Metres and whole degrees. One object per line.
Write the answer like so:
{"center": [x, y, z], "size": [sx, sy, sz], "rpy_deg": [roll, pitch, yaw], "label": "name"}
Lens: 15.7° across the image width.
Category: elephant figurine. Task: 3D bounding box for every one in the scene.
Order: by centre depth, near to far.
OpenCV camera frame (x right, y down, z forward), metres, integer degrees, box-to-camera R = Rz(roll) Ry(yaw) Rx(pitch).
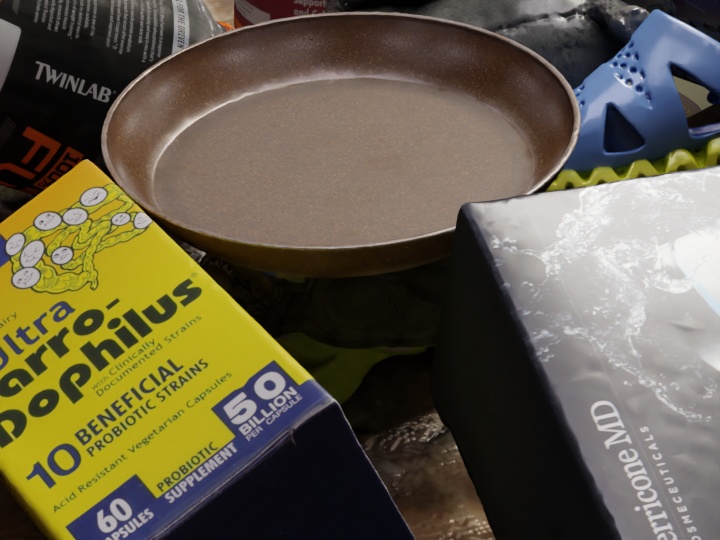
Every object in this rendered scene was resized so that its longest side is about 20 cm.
{"center": [0.024, -0.096, 1.285], "size": [0.199, 0.155, 0.142], "rpy_deg": [3, 32, -8], "label": "elephant figurine"}

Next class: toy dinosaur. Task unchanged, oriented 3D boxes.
{"center": [0.025, -0.001, 1.110], "size": [0.199, 0.047, 0.088], "rpy_deg": [7, 66, -11], "label": "toy dinosaur"}

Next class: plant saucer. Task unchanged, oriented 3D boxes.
{"center": [-0.007, -0.051, 1.094], "size": [0.200, 0.032, 0.200], "rpy_deg": [-3, 32, 2], "label": "plant saucer"}

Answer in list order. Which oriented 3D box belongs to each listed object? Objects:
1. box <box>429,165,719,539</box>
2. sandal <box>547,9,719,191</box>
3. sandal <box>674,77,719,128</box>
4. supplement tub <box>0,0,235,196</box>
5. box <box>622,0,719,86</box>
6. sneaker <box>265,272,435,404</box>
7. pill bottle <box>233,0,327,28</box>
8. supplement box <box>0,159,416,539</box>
{"center": [0.153, 0.066, 1.002], "size": [0.199, 0.118, 0.197], "rpy_deg": [-9, 48, -16], "label": "box"}
{"center": [0.139, -0.079, 1.196], "size": [0.199, 0.087, 0.079], "rpy_deg": [-8, 9, -5], "label": "sandal"}
{"center": [0.193, -0.071, 1.325], "size": [0.080, 0.057, 0.201], "rpy_deg": [-20, 37, -31], "label": "sandal"}
{"center": [-0.154, -0.099, 1.242], "size": [0.200, 0.123, 0.123], "rpy_deg": [17, 22, -29], "label": "supplement tub"}
{"center": [0.202, -0.132, 1.240], "size": [0.200, 0.137, 0.040], "rpy_deg": [24, 59, 37], "label": "box"}
{"center": [0.000, 0.000, 1.184], "size": [0.200, 0.076, 0.105], "rpy_deg": [-20, 36, -29], "label": "sneaker"}
{"center": [-0.013, -0.207, 1.404], "size": [0.113, 0.200, 0.113], "rpy_deg": [1, 31, 0], "label": "pill bottle"}
{"center": [-0.082, 0.065, 1.010], "size": [0.109, 0.110, 0.200], "rpy_deg": [-38, 42, -10], "label": "supplement box"}
